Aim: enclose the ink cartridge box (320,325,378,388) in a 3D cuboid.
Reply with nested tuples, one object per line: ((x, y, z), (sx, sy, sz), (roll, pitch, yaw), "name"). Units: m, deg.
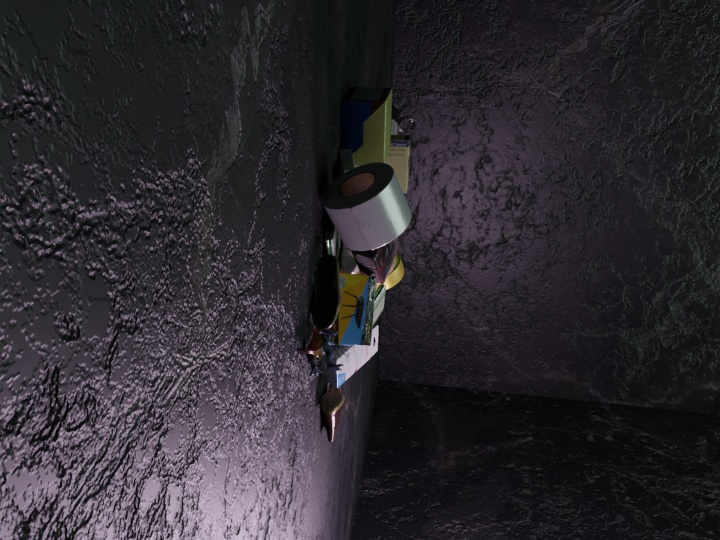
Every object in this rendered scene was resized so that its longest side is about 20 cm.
((-0.031, 0.242, 1.653), (0.200, 0.068, 0.116), (-35, 139, -40), "ink cartridge box")

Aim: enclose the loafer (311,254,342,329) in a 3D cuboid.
((-0.081, 0.060, 1.431), (0.067, 0.076, 0.201), (63, 31, -66), "loafer")

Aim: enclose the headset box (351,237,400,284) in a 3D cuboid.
((0.051, -0.063, 1.604), (0.200, 0.075, 0.149), (68, 42, -62), "headset box")

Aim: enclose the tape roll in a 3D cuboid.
((0.017, -0.168, 1.430), (0.203, 0.202, 0.139), (-78, 148, -49), "tape roll")

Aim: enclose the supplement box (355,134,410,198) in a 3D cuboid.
((0.071, -0.370, 1.939), (0.134, 0.199, 0.201), (-73, 165, -68), "supplement box")

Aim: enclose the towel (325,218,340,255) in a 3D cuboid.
((-0.072, -0.121, 1.570), (0.153, 0.023, 0.201), (87, 9, -54), "towel")

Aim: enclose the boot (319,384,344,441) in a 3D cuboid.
((-0.084, 0.453, 1.696), (0.200, 0.072, 0.167), (-72, 164, -78), "boot")

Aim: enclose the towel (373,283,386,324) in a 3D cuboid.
((0.038, 0.140, 1.822), (0.153, 0.023, 0.200), (-57, 166, -23), "towel")

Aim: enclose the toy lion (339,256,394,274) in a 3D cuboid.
((0.000, 0.000, 1.750), (0.200, 0.069, 0.192), (-52, 140, -11), "toy lion")

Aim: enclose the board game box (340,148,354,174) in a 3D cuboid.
((-0.032, -0.245, 1.658), (0.135, 0.034, 0.201), (-100, -176, -51), "board game box")

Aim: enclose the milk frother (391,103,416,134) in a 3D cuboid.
((0.157, -0.642, 2.543), (0.181, 0.199, 0.189), (87, 9, -73), "milk frother")

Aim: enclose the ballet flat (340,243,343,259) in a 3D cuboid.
((-0.036, -0.057, 1.824), (0.067, 0.066, 0.201), (-9, 105, -74), "ballet flat")

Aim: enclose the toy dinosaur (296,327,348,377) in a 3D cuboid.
((-0.094, 0.183, 1.388), (0.182, 0.105, 0.201), (-109, -179, -48), "toy dinosaur")

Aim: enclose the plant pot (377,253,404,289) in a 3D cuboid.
((0.055, -0.051, 2.143), (0.201, 0.200, 0.189), (-78, 156, -50), "plant pot")

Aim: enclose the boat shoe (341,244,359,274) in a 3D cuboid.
((-0.022, -0.080, 1.611), (0.069, 0.070, 0.201), (-19, 122, -72), "boat shoe")

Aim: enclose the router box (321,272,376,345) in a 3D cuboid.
((-0.036, 0.110, 1.558), (0.051, 0.149, 0.201), (1, -94, 62), "router box")

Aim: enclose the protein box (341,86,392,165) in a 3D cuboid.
((0.021, -0.453, 1.719), (0.200, 0.134, 0.199), (-73, 166, -60), "protein box")
